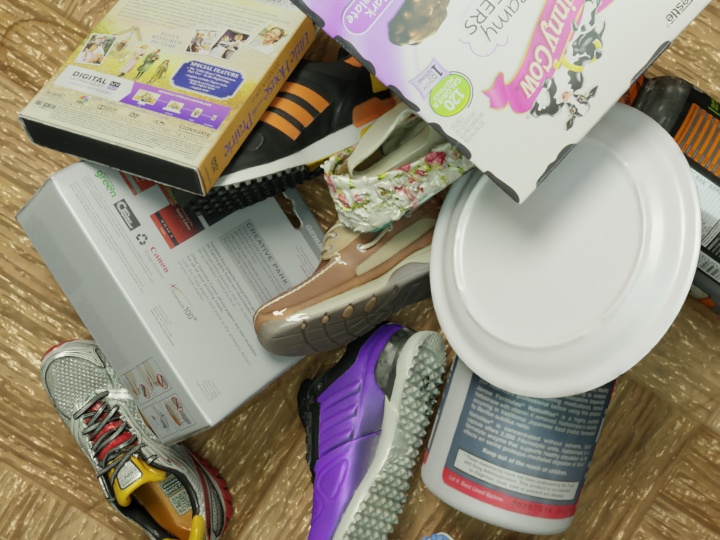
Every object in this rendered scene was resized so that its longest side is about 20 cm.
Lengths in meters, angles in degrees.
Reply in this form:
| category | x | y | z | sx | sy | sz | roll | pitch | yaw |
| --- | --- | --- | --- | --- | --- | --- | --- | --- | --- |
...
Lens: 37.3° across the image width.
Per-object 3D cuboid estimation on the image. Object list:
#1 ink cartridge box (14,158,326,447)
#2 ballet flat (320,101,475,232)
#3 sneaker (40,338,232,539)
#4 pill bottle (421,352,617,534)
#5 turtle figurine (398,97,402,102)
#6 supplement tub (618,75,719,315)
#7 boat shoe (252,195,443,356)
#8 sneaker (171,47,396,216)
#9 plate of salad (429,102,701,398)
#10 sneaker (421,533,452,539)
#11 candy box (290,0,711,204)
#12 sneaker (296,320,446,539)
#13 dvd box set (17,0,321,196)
| category | x | y | z | sx | sy | sz | roll | pitch | yaw |
| --- | --- | --- | --- | --- | --- | --- | --- | --- | --- |
| ink cartridge box | -0.119 | -0.005 | 0.792 | 0.175 | 0.084 | 0.201 | -35 | 94 | -39 |
| ballet flat | 0.058 | -0.098 | 0.723 | 0.199 | 0.076 | 0.064 | -36 | 127 | 11 |
| sneaker | -0.173 | 0.135 | 0.825 | 0.078 | 0.082 | 0.200 | -41 | 92 | 6 |
| pill bottle | 0.127 | 0.078 | 0.787 | 0.119 | 0.120 | 0.202 | 16 | 96 | 1 |
| turtle figurine | 0.096 | -0.212 | 0.769 | 0.144 | 0.200 | 0.194 | 37 | 120 | -7 |
| supplement tub | 0.240 | -0.055 | 0.768 | 0.199 | 0.123 | 0.123 | 35 | 96 | 0 |
| boat shoe | 0.000 | 0.000 | 0.783 | 0.199 | 0.076 | 0.072 | -24 | 69 | -34 |
| sneaker | -0.062 | -0.108 | 0.770 | 0.199 | 0.070 | 0.091 | -25 | 87 | -34 |
| plate of salad | 0.132 | -0.015 | 0.704 | 0.199 | 0.048 | 0.202 | -14 | 67 | 37 |
| sneaker | 0.045 | 0.246 | 0.833 | 0.198 | 0.076 | 0.078 | 4 | 70 | 4 |
| candy box | 0.078 | -0.170 | 0.633 | 0.200 | 0.072 | 0.168 | 40 | 106 | -8 |
| sneaker | -0.011 | 0.131 | 0.816 | 0.099 | 0.070 | 0.202 | 16 | 79 | 30 |
| dvd box set | -0.121 | -0.148 | 0.744 | 0.145 | 0.030 | 0.201 | 17 | 57 | 19 |
